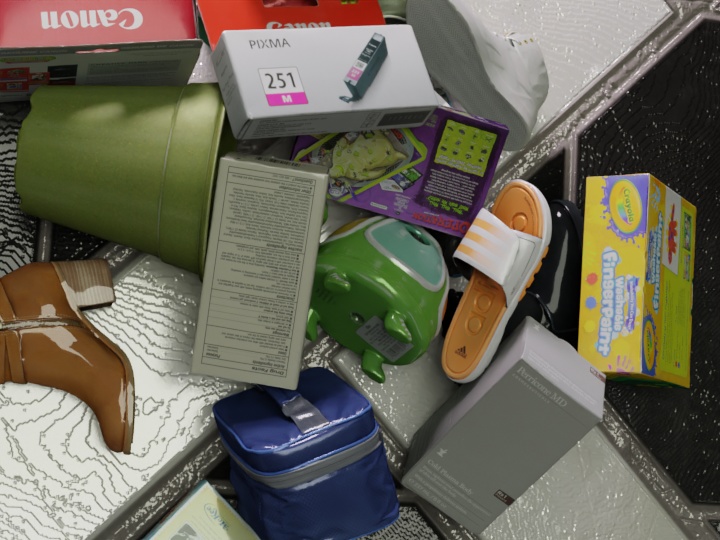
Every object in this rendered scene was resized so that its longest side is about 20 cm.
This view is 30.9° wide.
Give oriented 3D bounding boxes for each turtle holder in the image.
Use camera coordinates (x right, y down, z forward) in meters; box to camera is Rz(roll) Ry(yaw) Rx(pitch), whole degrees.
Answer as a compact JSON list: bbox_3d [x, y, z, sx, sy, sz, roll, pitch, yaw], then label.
[{"bbox_3d":[0.003,0.008,1.312,0.184,0.142,0.132,22,55,20],"label":"turtle holder"}]

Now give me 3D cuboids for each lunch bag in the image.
[{"bbox_3d":[-0.057,0.167,1.237,0.135,0.200,0.134,-17,106,-18],"label":"lunch bag"}]

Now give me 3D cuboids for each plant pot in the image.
[{"bbox_3d":[-0.222,-0.101,1.241,0.188,0.200,0.202,9,81,-1],"label":"plant pot"}]

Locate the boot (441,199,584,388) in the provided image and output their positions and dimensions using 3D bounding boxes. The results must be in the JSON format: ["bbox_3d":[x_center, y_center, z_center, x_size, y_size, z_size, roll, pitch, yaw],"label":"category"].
[{"bbox_3d":[0.163,0.031,1.370,0.161,0.073,0.201,-6,92,-21],"label":"boot"}]

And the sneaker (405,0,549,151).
[{"bbox_3d":[0.127,-0.235,1.380,0.201,0.073,0.116,54,41,-20],"label":"sneaker"}]

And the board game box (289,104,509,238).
[{"bbox_3d":[0.034,-0.114,1.281,0.198,0.032,0.121,16,103,-9],"label":"board game box"}]

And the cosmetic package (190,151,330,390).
[{"bbox_3d":[-0.092,-0.001,1.206,0.102,0.073,0.202,10,100,-1],"label":"cosmetic package"}]

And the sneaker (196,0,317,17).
[{"bbox_3d":[-0.058,-0.265,1.308,0.199,0.078,0.116,-32,98,-8],"label":"sneaker"}]

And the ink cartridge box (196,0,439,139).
[{"bbox_3d":[-0.042,-0.211,1.208,0.198,0.044,0.175,-7,69,-28],"label":"ink cartridge box"}]

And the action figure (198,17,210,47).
[{"bbox_3d":[-0.077,-0.205,1.346,0.118,0.055,0.201,-39,90,-18],"label":"action figure"}]

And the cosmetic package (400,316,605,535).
[{"bbox_3d":[0.142,0.155,1.291,0.106,0.200,0.090,35,33,-7],"label":"cosmetic package"}]

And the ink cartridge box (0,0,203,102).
[{"bbox_3d":[-0.257,-0.225,1.236,0.198,0.175,0.085,-6,84,-16],"label":"ink cartridge box"}]

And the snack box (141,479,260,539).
[{"bbox_3d":[-0.127,0.318,1.276,0.116,0.037,0.200,-44,96,-16],"label":"snack box"}]

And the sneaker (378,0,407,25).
[{"bbox_3d":[0.008,-0.291,1.372,0.199,0.067,0.090,33,71,-13],"label":"sneaker"}]

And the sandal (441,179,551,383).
[{"bbox_3d":[0.120,0.010,1.262,0.059,0.079,0.209,18,94,-46],"label":"sandal"}]

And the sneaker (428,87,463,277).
[{"bbox_3d":[0.069,-0.087,1.371,0.081,0.073,0.202,-10,79,-3],"label":"sneaker"}]

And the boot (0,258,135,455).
[{"bbox_3d":[-0.298,0.090,1.235,0.154,0.077,0.202,-12,84,-18],"label":"boot"}]

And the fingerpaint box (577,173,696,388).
[{"bbox_3d":[0.291,0.015,1.365,0.166,0.073,0.202,17,75,-58],"label":"fingerpaint box"}]

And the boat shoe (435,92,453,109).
[{"bbox_3d":[0.015,-0.187,1.329,0.200,0.072,0.066,44,84,7],"label":"boat shoe"}]
